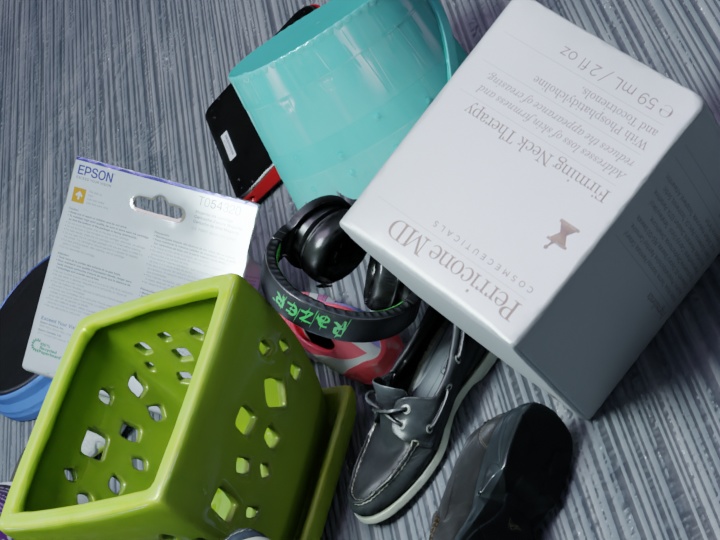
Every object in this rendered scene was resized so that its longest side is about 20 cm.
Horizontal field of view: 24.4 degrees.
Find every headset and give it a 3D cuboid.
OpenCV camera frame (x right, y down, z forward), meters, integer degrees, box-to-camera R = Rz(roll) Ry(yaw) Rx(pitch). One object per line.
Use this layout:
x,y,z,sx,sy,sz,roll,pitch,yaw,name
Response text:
0.000,0.000,1.297,0.200,0.123,0.094,-46,-23,-50,headset

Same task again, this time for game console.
-0.076,-0.169,1.671,0.177,0.031,0.200,-46,33,14,game console

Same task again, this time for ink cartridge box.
-0.186,0.018,1.464,0.196,0.043,0.200,16,91,24,ink cartridge box

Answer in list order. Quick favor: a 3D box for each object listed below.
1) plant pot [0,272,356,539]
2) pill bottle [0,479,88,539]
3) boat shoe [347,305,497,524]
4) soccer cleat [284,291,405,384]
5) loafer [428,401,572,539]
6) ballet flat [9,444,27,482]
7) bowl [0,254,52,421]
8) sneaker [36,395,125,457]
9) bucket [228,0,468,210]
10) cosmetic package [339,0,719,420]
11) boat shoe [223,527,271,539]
-0.127,0.144,1.282,0.200,0.181,0.199,-14,48,41,plant pot
-0.311,0.242,1.391,0.111,0.111,0.200,-26,-1,32,pill bottle
0.039,0.092,1.243,0.199,0.066,0.074,-54,34,-6,boat shoe
-0.040,0.045,1.371,0.200,0.076,0.067,18,72,54,soccer cleat
0.078,0.182,1.116,0.072,0.073,0.200,-18,35,51,loafer
-0.311,0.242,1.532,0.200,0.046,0.067,-90,17,-51,ballet flat
-0.322,0.060,1.720,0.201,0.039,0.201,-31,38,27,bowl
-0.228,0.096,1.565,0.200,0.076,0.105,-48,6,16,sneaker
-0.003,-0.155,1.411,0.207,0.135,0.207,-29,15,9,bucket
0.132,-0.040,1.132,0.167,0.166,0.200,36,87,32,cosmetic package
-0.096,0.255,1.174,0.062,0.075,0.200,-122,33,-51,boat shoe
